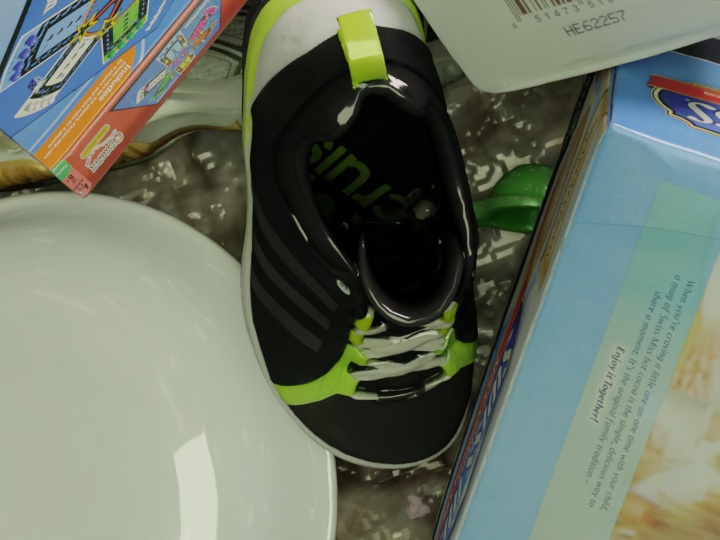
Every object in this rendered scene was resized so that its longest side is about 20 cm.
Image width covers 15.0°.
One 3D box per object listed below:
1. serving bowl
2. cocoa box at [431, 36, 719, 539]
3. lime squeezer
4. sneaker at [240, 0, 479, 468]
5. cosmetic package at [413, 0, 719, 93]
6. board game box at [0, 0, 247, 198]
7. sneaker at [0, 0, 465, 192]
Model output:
[{"bbox_3d":[-0.107,0.075,0.872,0.199,0.066,0.202,-1,91,-31],"label":"serving bowl"},{"bbox_3d":[0.106,0.039,0.827,0.133,0.131,0.201,18,115,0],"label":"cocoa box"},{"bbox_3d":[0.066,-0.042,0.905,0.199,0.038,0.071,-30,91,2],"label":"lime squeezer"},{"bbox_3d":[0.000,0.000,0.814,0.071,0.083,0.201,-16,131,-5],"label":"sneaker"},{"bbox_3d":[0.084,-0.152,0.813,0.101,0.201,0.074,-12,129,35],"label":"cosmetic package"},{"bbox_3d":[-0.051,-0.124,0.823,0.200,0.019,0.103,-50,47,-3],"label":"board game box"},{"bbox_3d":[-0.044,-0.085,0.885,0.199,0.076,0.088,-11,90,-1],"label":"sneaker"}]
